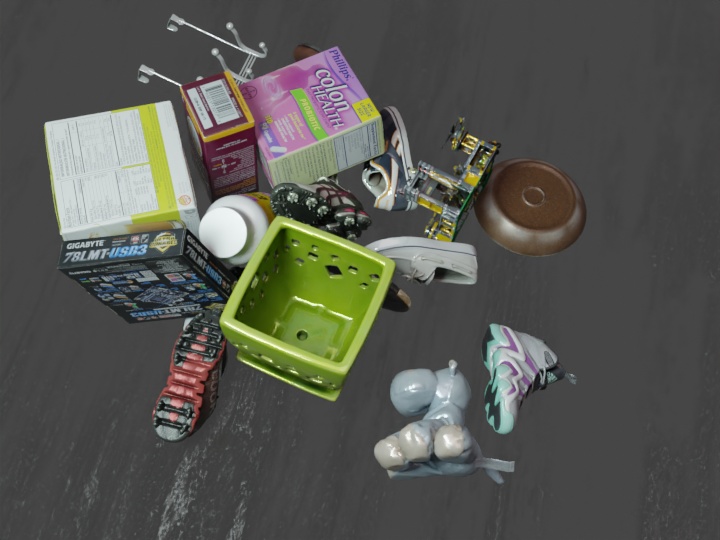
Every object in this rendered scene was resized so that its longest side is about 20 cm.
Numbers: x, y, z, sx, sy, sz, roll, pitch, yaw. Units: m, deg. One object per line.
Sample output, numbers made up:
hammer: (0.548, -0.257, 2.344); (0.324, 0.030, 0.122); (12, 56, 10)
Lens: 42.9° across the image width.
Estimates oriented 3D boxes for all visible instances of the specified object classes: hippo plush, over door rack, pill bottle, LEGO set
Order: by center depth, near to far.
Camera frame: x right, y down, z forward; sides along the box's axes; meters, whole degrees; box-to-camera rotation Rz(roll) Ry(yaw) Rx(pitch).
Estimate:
hippo plush: (0.118, 0.206, 1.315); (0.199, 0.159, 0.162); (2, 62, -4)
pill bottle: (-0.178, -0.065, 1.404); (0.104, 0.200, 0.105); (1, 97, 10)
LEGO set: (0.136, -0.146, 1.509); (0.116, 0.154, 0.201); (27, 78, 11)
over door rack: (-0.284, -0.382, 1.648); (0.199, 0.067, 0.148); (19, 61, 5)

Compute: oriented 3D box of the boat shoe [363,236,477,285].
boat shoe: (0.099, -0.008, 1.470); (0.199, 0.072, 0.066); (6, 65, -26)

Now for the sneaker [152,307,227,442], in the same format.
sneaker: (-0.240, 0.154, 1.339); (0.071, 0.098, 0.201); (15, 77, 11)

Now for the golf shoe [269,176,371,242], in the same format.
golf shoe: (-0.072, -0.107, 1.448); (0.200, 0.077, 0.088); (20, 41, -46)

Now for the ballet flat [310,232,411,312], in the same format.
ballet flat: (0.000, 0.000, 1.469); (0.200, 0.067, 0.057); (33, 54, 11)

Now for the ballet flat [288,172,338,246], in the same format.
ballet flat: (-0.071, -0.118, 1.528); (0.062, 0.067, 0.201); (16, 62, -10)

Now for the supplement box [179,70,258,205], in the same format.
supplement box: (-0.225, -0.209, 1.483); (0.085, 0.200, 0.111); (-21, 65, -14)

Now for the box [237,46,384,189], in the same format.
box: (-0.087, -0.247, 1.512); (0.199, 0.097, 0.176); (-23, 59, -9)

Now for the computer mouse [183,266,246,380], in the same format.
computer mouse: (-0.234, 0.080, 1.416); (0.109, 0.044, 0.201); (2, 62, -5)

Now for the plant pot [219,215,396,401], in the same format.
plant pot: (-0.077, 0.070, 1.358); (0.199, 0.182, 0.200); (22, 63, 7)

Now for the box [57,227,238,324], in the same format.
box: (-0.297, 0.012, 1.327); (0.199, 0.199, 0.050); (-6, 64, 18)

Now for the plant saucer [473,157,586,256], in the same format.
plant saucer: (0.295, -0.119, 1.577); (0.199, 0.037, 0.201); (2, 62, -3)

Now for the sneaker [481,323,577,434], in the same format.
sneaker: (0.260, 0.166, 1.380); (0.139, 0.078, 0.201); (11, 45, -5)

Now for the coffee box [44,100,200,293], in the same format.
coffee box: (-0.360, -0.110, 1.419); (0.197, 0.200, 0.201); (-13, 64, -11)

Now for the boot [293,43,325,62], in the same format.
boot: (-0.119, -0.295, 1.632); (0.200, 0.069, 0.188); (-36, 78, -14)

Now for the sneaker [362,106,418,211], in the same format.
sneaker: (0.041, -0.194, 1.569); (0.079, 0.079, 0.201); (-5, 64, -14)
